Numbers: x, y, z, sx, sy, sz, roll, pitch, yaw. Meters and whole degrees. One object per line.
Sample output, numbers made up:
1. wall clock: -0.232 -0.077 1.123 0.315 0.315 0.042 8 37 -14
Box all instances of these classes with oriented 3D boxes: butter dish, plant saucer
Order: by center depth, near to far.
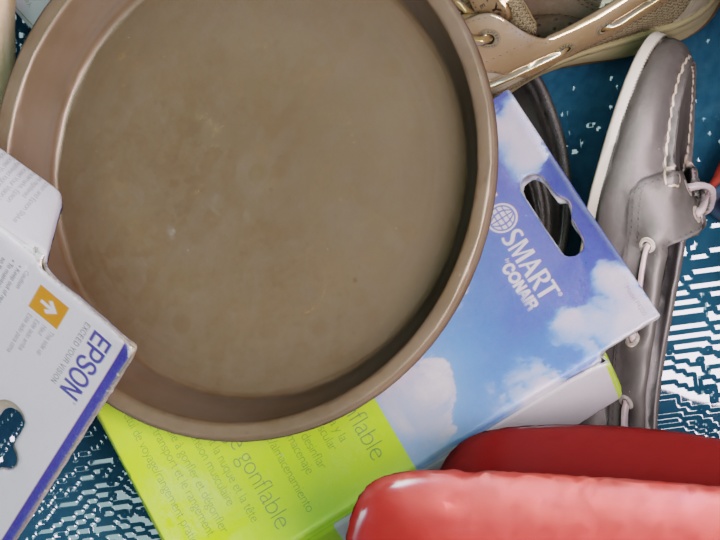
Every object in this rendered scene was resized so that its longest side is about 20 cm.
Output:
1. butter dish: 0.092 0.125 0.933 0.198 0.148 0.201 4 122 2
2. plant saucer: -0.042 -0.038 0.966 0.199 0.029 0.201 -1 86 19

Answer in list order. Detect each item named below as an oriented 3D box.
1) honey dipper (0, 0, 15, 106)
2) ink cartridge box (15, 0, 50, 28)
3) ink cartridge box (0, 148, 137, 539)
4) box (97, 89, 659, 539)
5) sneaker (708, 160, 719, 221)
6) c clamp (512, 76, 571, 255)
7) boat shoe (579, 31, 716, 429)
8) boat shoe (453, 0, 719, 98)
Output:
1. honey dipper: -0.141 -0.102 1.021 0.038 0.038 0.201 1 111 1
2. ink cartridge box: -0.083 -0.147 1.039 0.148 0.076 0.200 47 122 0
3. ink cartridge box: -0.188 0.013 0.995 0.200 0.041 0.200 37 135 0
4. box: 0.002 0.034 0.994 0.199 0.048 0.122 -31 62 -1
5. sneaker: 0.206 0.008 1.002 0.085 0.075 0.200 -47 49 9
6. c clamp: 0.000 0.000 1.052 0.199 0.027 0.171 -26 77 -1
7. boat shoe: 0.112 0.009 1.034 0.057 0.067 0.201 17 99 15
8. boat shoe: 0.047 -0.103 1.027 0.199 0.065 0.072 -22 70 -4
